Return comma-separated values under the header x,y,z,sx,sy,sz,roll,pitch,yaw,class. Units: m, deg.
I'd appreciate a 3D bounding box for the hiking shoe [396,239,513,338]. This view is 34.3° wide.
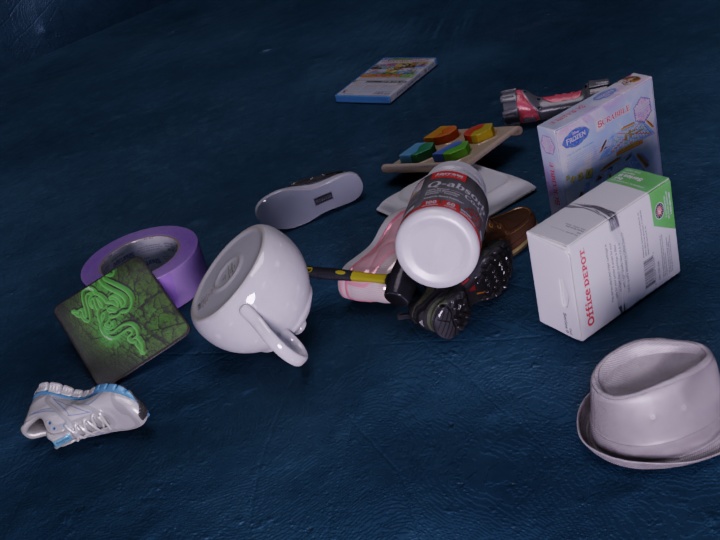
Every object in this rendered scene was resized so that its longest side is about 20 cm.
x,y,z,sx,sy,sz,roll,pitch,yaw,class
0.136,0.012,1.638,0.100,0.077,0.200,16,42,38,hiking shoe

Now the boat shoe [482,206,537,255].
x,y,z,sx,sy,sz,roll,pitch,yaw,class
0.185,-0.049,1.729,0.199,0.068,0.072,-30,32,-26,boat shoe

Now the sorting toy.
x,y,z,sx,sy,sz,roll,pitch,yaw,class
0.158,-0.217,2.031,0.183,0.037,0.199,3,27,46,sorting toy

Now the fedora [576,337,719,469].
x,y,z,sx,sy,sz,roll,pitch,yaw,class
0.336,0.135,1.306,0.197,0.091,0.178,-12,29,5,fedora

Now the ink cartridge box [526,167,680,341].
x,y,z,sx,sy,sz,roll,pitch,yaw,class
0.321,-0.024,1.537,0.198,0.148,0.084,-30,32,-26,ink cartridge box

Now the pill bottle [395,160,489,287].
x,y,z,sx,sy,sz,roll,pitch,yaw,class
0.118,-0.071,1.611,0.114,0.117,0.201,-6,26,15,pill bottle

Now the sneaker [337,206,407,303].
x,y,z,sx,sy,sz,roll,pitch,yaw,class
0.062,-0.018,1.730,0.104,0.076,0.200,10,41,38,sneaker

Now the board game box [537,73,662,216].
x,y,z,sx,sy,sz,roll,pitch,yaw,class
0.355,-0.155,1.698,0.198,0.202,0.041,-29,31,-25,board game box

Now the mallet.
x,y,z,sx,sy,sz,roll,pitch,yaw,class
0.000,0.000,1.658,0.198,0.041,0.066,13,66,38,mallet

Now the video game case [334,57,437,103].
x,y,z,sx,sy,sz,roll,pitch,yaw,class
0.056,-0.406,2.476,0.141,0.018,0.200,7,36,35,video game case

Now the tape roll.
x,y,z,sx,sy,sz,roll,pitch,yaw,class
-0.350,0.004,1.896,0.197,0.067,0.201,-11,28,6,tape roll

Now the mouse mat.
x,y,z,sx,sy,sz,roll,pitch,yaw,class
-0.361,0.074,1.753,0.160,0.008,0.200,-33,50,-12,mouse mat

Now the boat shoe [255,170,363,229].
x,y,z,sx,sy,sz,roll,pitch,yaw,class
-0.094,-0.128,2.008,0.198,0.071,0.066,-23,22,-16,boat shoe

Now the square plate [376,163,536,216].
x,y,z,sx,sy,sz,roll,pitch,yaw,class
0.154,-0.127,1.924,0.198,0.029,0.197,-29,32,-25,square plate

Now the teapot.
x,y,z,sx,sy,sz,roll,pitch,yaw,class
-0.135,0.045,1.650,0.196,0.146,0.202,-21,38,50,teapot

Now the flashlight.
x,y,z,sx,sy,sz,roll,pitch,yaw,class
0.354,-0.308,2.111,0.197,0.069,0.068,-9,26,13,flashlight

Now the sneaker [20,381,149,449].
x,y,z,sx,sy,sz,roll,pitch,yaw,class
-0.372,0.204,1.564,0.197,0.076,0.087,-5,40,29,sneaker
